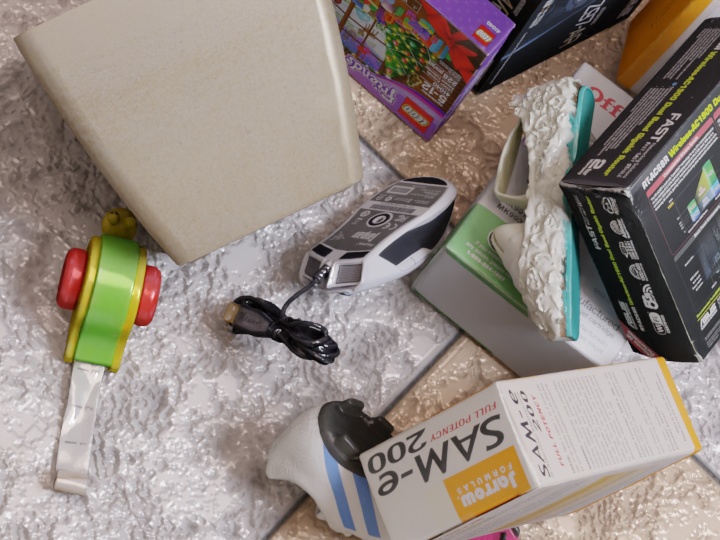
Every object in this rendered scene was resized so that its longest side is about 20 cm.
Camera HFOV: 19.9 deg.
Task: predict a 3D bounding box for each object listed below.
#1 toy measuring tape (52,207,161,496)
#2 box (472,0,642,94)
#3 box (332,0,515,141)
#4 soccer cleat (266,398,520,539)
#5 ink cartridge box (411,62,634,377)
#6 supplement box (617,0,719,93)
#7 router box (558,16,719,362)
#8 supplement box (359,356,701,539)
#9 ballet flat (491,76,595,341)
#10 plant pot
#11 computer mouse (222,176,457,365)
[{"bbox_3d":[-0.173,0.045,1.360,0.073,0.074,0.201,13,65,-11],"label":"toy measuring tape"},{"bbox_3d":[0.165,-0.220,1.499,0.160,0.200,0.044,-28,78,-26],"label":"box"},{"bbox_3d":[0.005,-0.197,1.476,0.200,0.137,0.039,41,62,3],"label":"box"},{"bbox_3d":[0.023,0.157,1.381,0.200,0.086,0.070,39,40,-23],"label":"soccer cleat"},{"bbox_3d":[0.156,-0.027,1.480,0.145,0.088,0.200,38,61,2],"label":"ink cartridge box"},{"bbox_3d":[0.312,-0.152,1.534,0.199,0.126,0.074,28,50,-12],"label":"supplement box"},{"bbox_3d":[0.235,-0.057,1.405,0.200,0.062,0.150,-46,125,-31],"label":"router box"},{"bbox_3d":[0.113,0.118,1.335,0.199,0.126,0.074,-4,68,-51],"label":"supplement box"},{"bbox_3d":[0.123,-0.039,1.401,0.071,0.072,0.201,13,64,-11],"label":"ballet flat"},{"bbox_3d":[-0.099,-0.113,1.366,0.199,0.200,0.178,-26,95,-5],"label":"plant pot"},{"bbox_3d":[0.000,0.000,1.429,0.200,0.109,0.044,-38,120,-32],"label":"computer mouse"}]
